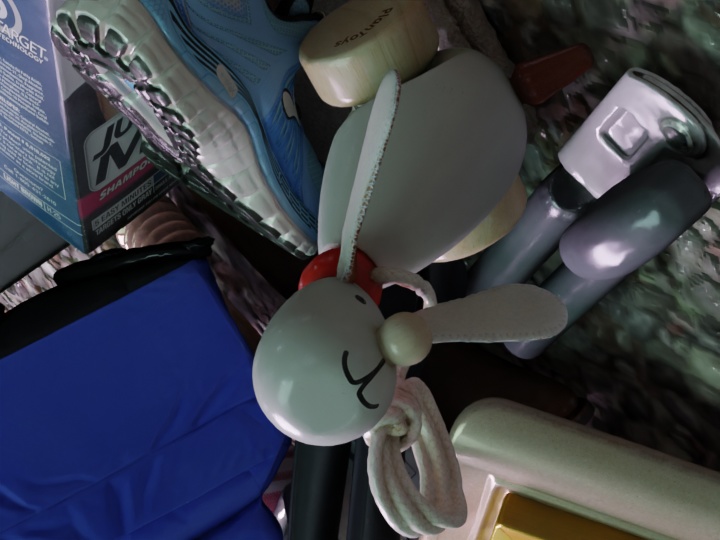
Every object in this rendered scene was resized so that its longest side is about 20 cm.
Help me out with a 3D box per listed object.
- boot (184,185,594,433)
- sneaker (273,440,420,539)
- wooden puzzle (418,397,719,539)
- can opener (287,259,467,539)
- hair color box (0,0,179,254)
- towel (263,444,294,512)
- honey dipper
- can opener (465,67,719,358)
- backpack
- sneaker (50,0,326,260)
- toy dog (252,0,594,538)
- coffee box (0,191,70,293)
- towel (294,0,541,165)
[{"bbox_3d":[0.000,0.000,0.809,0.186,0.064,0.200,-7,117,59],"label":"boot"},{"bbox_3d":[-0.011,0.119,0.855,0.073,0.071,0.200,45,168,15],"label":"sneaker"},{"bbox_3d":[0.113,0.143,0.774,0.185,0.037,0.200,19,145,6],"label":"wooden puzzle"},{"bbox_3d":[-0.004,0.060,0.733,0.063,0.079,0.200,16,100,40],"label":"can opener"},{"bbox_3d":[-0.100,-0.107,0.701,0.061,0.100,0.200,35,151,21],"label":"hair color box"},{"bbox_3d":[-0.020,0.151,0.975,0.200,0.030,0.146,41,-172,16],"label":"towel"},{"bbox_3d":[-0.067,0.025,0.907,0.200,0.038,0.038,47,158,44],"label":"honey dipper"},{"bbox_3d":[0.079,-0.013,0.674,0.053,0.066,0.200,47,158,5],"label":"can opener"},{"bbox_3d":[-0.123,0.083,0.819,0.200,0.162,0.168,-166,54,-76],"label":"backpack"},{"bbox_3d":[-0.038,-0.071,0.685,0.078,0.090,0.200,33,170,20],"label":"sneaker"},{"bbox_3d":[0.030,-0.022,0.597,0.096,0.200,0.132,-22,137,25],"label":"toy dog"},{"bbox_3d":[-0.235,-0.074,0.911,0.200,0.200,0.198,54,153,-7],"label":"coffee box"},{"bbox_3d":[-0.018,-0.124,0.704,0.133,0.034,0.200,-2,123,58],"label":"towel"}]
